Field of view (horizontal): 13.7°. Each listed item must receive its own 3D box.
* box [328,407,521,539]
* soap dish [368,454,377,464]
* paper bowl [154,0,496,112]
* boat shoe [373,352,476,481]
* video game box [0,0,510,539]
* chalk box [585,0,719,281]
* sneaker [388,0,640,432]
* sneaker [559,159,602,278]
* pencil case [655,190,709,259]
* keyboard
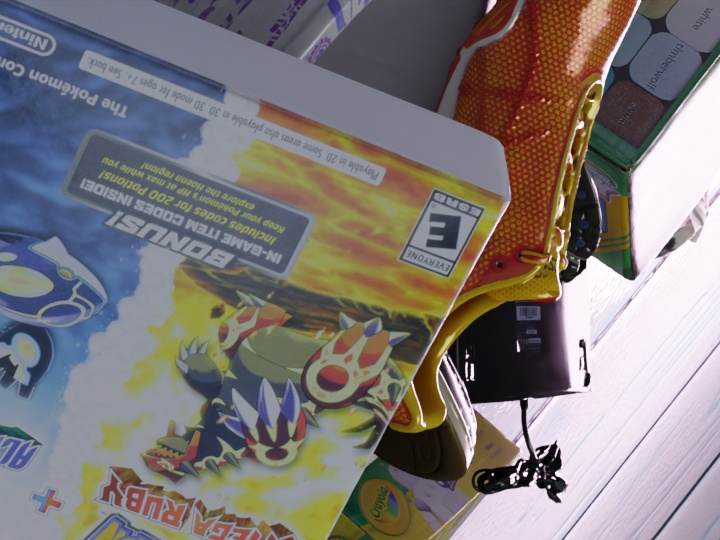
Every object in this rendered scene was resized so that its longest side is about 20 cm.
[{"bbox_3d":[-0.006,0.134,1.330,0.117,0.048,0.200,-52,174,22],"label":"box"},{"bbox_3d":[-0.003,0.023,1.380,0.157,0.081,0.200,-47,162,-28],"label":"soap dish"},{"bbox_3d":[-0.048,-0.062,1.021,0.201,0.104,0.201,-50,164,-20],"label":"paper bowl"},{"bbox_3d":[0.000,0.000,1.210,0.065,0.073,0.200,-54,129,-33],"label":"boat shoe"},{"bbox_3d":[-0.083,0.008,0.906,0.047,0.199,0.183,-94,-153,-59],"label":"video game box"},{"bbox_3d":[0.112,-0.104,1.388,0.125,0.124,0.200,-51,163,-12],"label":"chalk box"},{"bbox_3d":[0.054,-0.033,1.060,0.200,0.077,0.073,-59,163,11],"label":"sneaker"},{"bbox_3d":[0.044,-0.094,1.245,0.085,0.077,0.201,-114,-169,-63],"label":"sneaker"},{"bbox_3d":[0.157,-0.066,1.668,0.078,0.089,0.200,-53,165,-9],"label":"pencil case"},{"bbox_3d":[0.069,0.044,1.352,0.200,0.021,0.128,2,86,-68],"label":"keyboard"}]
